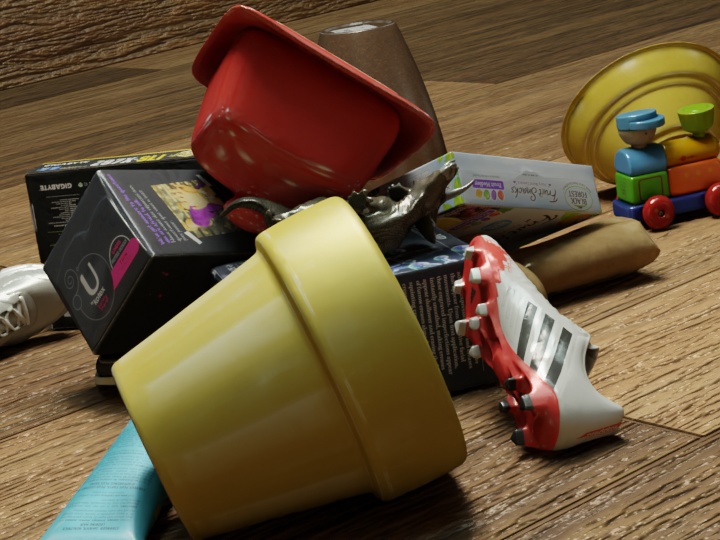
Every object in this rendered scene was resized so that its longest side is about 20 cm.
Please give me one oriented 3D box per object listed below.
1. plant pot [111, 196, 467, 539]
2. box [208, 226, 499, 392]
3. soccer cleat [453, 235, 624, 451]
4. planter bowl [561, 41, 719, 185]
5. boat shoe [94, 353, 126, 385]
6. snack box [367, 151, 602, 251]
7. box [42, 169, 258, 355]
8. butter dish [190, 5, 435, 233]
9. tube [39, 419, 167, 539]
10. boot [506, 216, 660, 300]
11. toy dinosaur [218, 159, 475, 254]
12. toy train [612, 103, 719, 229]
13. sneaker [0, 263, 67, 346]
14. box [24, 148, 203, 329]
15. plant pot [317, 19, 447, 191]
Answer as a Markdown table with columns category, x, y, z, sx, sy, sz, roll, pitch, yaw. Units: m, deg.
| category | x | y | z | sx | sy | sz | roll | pitch | yaw |
| --- | --- | --- | --- | --- | --- | --- | --- | --- | --- |
| plant pot | -0.054 | 0.081 | 1.140 | 0.188 | 0.202 | 0.201 | -27 | 17 | -7 |
| box | -0.006 | 0.042 | 1.381 | 0.198 | 0.108 | 0.148 | -12 | 14 | -15 |
| soccer cleat | 0.127 | 0.051 | 1.254 | 0.084 | 0.069 | 0.201 | -2 | 42 | -18 |
| planter bowl | 0.322 | -0.142 | 1.840 | 0.198 | 0.201 | 0.084 | -11 | 50 | -10 |
| boat shoe | -0.199 | 0.051 | 1.539 | 0.071 | 0.068 | 0.200 | -6 | 17 | 10 |
| snack box | 0.103 | -0.056 | 1.550 | 0.199 | 0.054 | 0.142 | 1 | -17 | -46 |
| box | -0.151 | -0.010 | 1.481 | 0.199 | 0.123 | 0.106 | -3 | 48 | -45 |
| butter dish | -0.066 | -0.100 | 1.434 | 0.198 | 0.149 | 0.200 | 30 | -17 | -10 |
| tube | -0.160 | 0.147 | 1.206 | 0.077 | 0.051 | 0.200 | -9 | 19 | 16 |
| boot | 0.182 | -0.002 | 1.524 | 0.198 | 0.067 | 0.175 | -14 | 16 | -24 |
| toy dinosaur | -0.014 | -0.033 | 1.355 | 0.198 | 0.078 | 0.102 | -11 | -1 | 24 |
| toy train | 0.354 | -0.120 | 1.761 | 0.198 | 0.117 | 0.085 | -12 | 16 | -13 |
| sneaker | -0.358 | 0.058 | 1.615 | 0.198 | 0.076 | 0.092 | -21 | 25 | -16 |
| box | -0.218 | -0.031 | 1.669 | 0.198 | 0.161 | 0.049 | -5 | 15 | 16 |
| plant pot | 0.009 | -0.196 | 2.075 | 0.185 | 0.202 | 0.187 | -8 | 15 | 2 |
